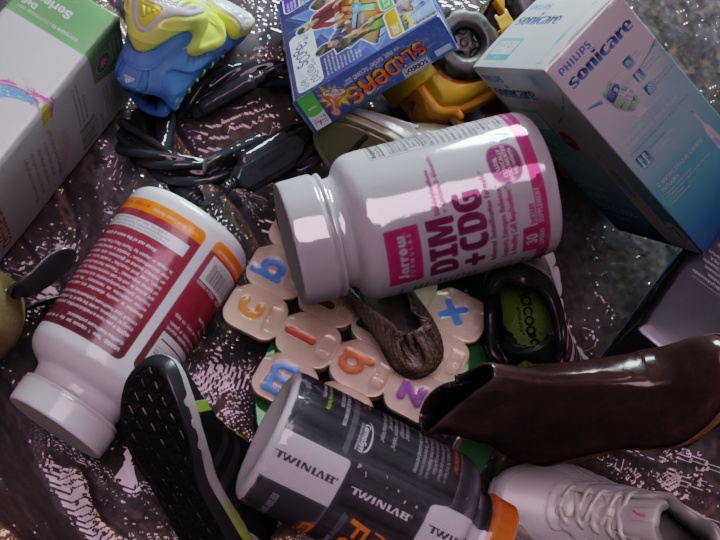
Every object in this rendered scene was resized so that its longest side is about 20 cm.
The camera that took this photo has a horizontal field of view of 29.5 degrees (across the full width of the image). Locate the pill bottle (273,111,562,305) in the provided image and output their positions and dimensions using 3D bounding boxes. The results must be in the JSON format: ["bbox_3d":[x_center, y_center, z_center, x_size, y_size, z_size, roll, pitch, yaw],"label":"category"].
[{"bbox_3d":[0.041,-0.043,1.033,0.199,0.113,0.114,-15,74,-8],"label":"pill bottle"}]

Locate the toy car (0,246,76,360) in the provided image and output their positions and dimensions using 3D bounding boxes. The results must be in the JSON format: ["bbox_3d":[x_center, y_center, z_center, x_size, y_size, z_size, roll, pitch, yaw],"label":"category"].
[{"bbox_3d":[-0.322,0.020,1.064,0.199,0.164,0.158,-14,74,-21],"label":"toy car"}]

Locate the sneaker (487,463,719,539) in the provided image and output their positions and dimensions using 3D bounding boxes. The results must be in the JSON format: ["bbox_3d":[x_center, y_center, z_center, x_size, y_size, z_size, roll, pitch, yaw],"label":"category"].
[{"bbox_3d":[0.202,0.193,1.088,0.199,0.099,0.078,14,71,-2],"label":"sneaker"}]

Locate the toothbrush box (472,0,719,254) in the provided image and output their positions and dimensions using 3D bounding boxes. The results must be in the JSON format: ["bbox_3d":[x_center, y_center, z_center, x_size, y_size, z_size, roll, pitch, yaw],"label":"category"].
[{"bbox_3d":[0.203,-0.118,1.080,0.085,0.146,0.200,-46,109,-5],"label":"toothbrush box"}]

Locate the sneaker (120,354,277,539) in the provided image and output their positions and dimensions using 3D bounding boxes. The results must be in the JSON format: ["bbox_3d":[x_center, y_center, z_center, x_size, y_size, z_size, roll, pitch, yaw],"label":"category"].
[{"bbox_3d":[-0.119,0.146,1.057,0.083,0.072,0.201,-41,120,-49],"label":"sneaker"}]

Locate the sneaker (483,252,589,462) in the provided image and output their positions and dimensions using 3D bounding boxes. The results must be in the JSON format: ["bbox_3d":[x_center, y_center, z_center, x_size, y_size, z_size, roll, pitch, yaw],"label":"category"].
[{"bbox_3d":[0.142,0.071,1.099,0.074,0.087,0.201,-12,102,22],"label":"sneaker"}]

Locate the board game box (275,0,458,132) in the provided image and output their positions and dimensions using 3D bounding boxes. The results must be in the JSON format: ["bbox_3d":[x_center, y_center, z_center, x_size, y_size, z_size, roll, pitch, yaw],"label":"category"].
[{"bbox_3d":[-0.001,-0.206,1.145,0.135,0.034,0.200,-29,33,12],"label":"board game box"}]

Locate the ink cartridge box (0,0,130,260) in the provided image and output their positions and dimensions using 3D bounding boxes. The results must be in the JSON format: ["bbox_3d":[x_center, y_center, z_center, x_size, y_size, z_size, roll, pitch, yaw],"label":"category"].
[{"bbox_3d":[-0.282,-0.121,1.115,0.087,0.145,0.200,31,71,5],"label":"ink cartridge box"}]

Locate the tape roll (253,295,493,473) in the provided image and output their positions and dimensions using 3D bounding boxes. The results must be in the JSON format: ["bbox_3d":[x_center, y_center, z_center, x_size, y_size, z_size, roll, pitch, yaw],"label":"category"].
[{"bbox_3d":[0.012,0.114,1.121,0.200,0.048,0.201,2,72,-6],"label":"tape roll"}]

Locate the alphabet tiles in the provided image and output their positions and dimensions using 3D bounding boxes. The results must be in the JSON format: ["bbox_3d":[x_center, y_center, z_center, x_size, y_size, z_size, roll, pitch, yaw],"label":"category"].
[{"bbox_3d":[-0.003,0.037,1.110,0.195,0.015,0.200,26,66,5],"label":"alphabet tiles"}]

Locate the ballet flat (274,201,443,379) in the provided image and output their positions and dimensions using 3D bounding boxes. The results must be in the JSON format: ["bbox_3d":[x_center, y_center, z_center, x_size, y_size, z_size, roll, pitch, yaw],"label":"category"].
[{"bbox_3d":[0.000,0.000,1.093,0.067,0.046,0.200,-30,72,-19],"label":"ballet flat"}]

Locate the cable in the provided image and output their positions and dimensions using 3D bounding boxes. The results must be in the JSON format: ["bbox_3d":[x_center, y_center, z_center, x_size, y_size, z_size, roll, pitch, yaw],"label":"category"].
[{"bbox_3d":[-0.109,-0.123,1.164,0.163,0.051,0.200,24,47,33],"label":"cable"}]

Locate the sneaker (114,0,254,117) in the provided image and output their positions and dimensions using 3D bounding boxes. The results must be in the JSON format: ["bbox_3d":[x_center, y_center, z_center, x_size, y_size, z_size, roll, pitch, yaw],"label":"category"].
[{"bbox_3d":[-0.157,-0.187,1.155,0.076,0.200,0.105,28,103,13],"label":"sneaker"}]

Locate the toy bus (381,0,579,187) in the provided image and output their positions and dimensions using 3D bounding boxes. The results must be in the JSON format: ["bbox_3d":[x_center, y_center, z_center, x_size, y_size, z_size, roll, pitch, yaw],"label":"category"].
[{"bbox_3d":[0.143,-0.150,1.192,0.200,0.136,0.192,-31,93,-13],"label":"toy bus"}]

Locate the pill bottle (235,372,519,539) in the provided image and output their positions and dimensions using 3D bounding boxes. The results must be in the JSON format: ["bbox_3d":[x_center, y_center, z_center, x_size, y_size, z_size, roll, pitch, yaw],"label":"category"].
[{"bbox_3d":[0.017,0.164,1.015,0.200,0.106,0.106,27,71,-8],"label":"pill bottle"}]

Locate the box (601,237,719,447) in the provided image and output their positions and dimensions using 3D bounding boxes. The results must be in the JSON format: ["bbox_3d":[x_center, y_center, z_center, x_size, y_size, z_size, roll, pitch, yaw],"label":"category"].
[{"bbox_3d":[0.302,0.026,1.129,0.107,0.148,0.200,36,71,6],"label":"box"}]

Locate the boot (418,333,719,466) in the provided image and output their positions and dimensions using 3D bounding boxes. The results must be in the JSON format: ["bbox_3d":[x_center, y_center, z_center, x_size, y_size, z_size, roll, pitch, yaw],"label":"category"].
[{"bbox_3d":[0.160,0.092,0.990,0.166,0.200,0.073,14,55,-34],"label":"boot"}]

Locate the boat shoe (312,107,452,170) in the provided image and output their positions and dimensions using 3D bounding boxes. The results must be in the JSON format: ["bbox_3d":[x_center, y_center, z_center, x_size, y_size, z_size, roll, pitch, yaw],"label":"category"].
[{"bbox_3d":[0.055,-0.085,1.140,0.200,0.075,0.069,28,44,-7],"label":"boat shoe"}]

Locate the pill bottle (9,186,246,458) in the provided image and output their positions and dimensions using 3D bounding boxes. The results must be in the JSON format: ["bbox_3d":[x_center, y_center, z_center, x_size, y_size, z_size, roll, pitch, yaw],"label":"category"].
[{"bbox_3d":[-0.187,0.042,1.088,0.113,0.113,0.200,31,71,4],"label":"pill bottle"}]
